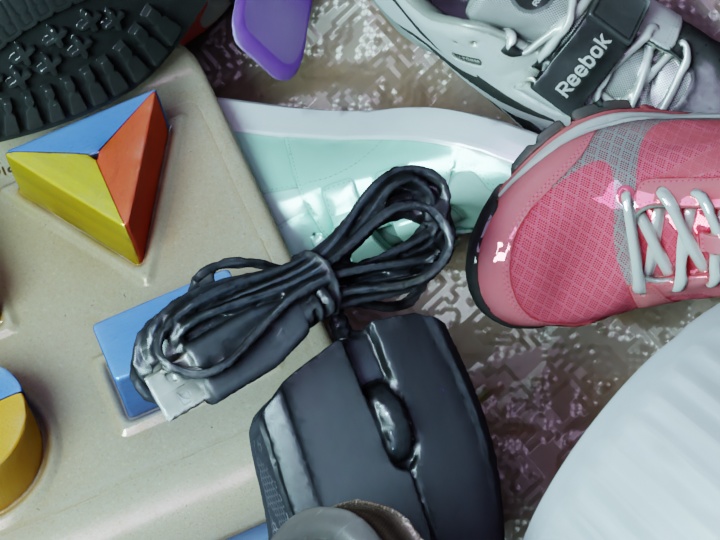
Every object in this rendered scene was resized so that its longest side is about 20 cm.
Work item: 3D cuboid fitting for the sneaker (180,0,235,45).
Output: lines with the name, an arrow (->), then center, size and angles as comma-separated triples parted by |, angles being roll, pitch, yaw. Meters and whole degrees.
sneaker -> -0.127, -0.166, 1.125 | 0.093, 0.070, 0.200 | -40, 78, 0

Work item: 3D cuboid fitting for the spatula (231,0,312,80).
spatula -> -0.008, -0.171, 1.108 | 0.020, 0.056, 0.201 | 15, 76, 32

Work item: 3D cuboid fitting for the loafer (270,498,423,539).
loafer -> 0.026, 0.153, 0.932 | 0.073, 0.071, 0.201 | 2, 124, 38

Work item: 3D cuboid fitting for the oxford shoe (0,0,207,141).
oxford shoe -> -0.101, -0.120, 1.046 | 0.200, 0.073, 0.084 | -39, 43, -17

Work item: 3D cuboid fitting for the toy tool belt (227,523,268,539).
toy tool belt -> -0.050, 0.145, 1.049 | 0.199, 0.125, 0.124 | -17, 98, -5

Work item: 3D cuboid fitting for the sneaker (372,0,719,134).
sneaker -> 0.076, -0.087, 1.057 | 0.199, 0.088, 0.074 | 30, 89, 14

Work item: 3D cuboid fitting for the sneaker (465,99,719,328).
sneaker -> 0.135, -0.024, 0.992 | 0.199, 0.087, 0.074 | -17, 112, -14

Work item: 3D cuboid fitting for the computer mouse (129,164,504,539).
computer mouse -> 0.005, 0.079, 0.952 | 0.138, 0.201, 0.053 | -31, 33, -29

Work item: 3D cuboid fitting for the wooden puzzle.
wooden puzzle -> -0.114, 0.018, 1.010 | 0.184, 0.046, 0.201 | -23, 61, -6

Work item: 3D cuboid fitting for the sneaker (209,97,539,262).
sneaker -> 0.000, 0.000, 1.068 | 0.199, 0.074, 0.119 | 4, 77, 24

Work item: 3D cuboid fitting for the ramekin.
ramekin -> 0.139, 0.094, 0.964 | 0.094, 0.202, 0.203 | 40, 93, 27
